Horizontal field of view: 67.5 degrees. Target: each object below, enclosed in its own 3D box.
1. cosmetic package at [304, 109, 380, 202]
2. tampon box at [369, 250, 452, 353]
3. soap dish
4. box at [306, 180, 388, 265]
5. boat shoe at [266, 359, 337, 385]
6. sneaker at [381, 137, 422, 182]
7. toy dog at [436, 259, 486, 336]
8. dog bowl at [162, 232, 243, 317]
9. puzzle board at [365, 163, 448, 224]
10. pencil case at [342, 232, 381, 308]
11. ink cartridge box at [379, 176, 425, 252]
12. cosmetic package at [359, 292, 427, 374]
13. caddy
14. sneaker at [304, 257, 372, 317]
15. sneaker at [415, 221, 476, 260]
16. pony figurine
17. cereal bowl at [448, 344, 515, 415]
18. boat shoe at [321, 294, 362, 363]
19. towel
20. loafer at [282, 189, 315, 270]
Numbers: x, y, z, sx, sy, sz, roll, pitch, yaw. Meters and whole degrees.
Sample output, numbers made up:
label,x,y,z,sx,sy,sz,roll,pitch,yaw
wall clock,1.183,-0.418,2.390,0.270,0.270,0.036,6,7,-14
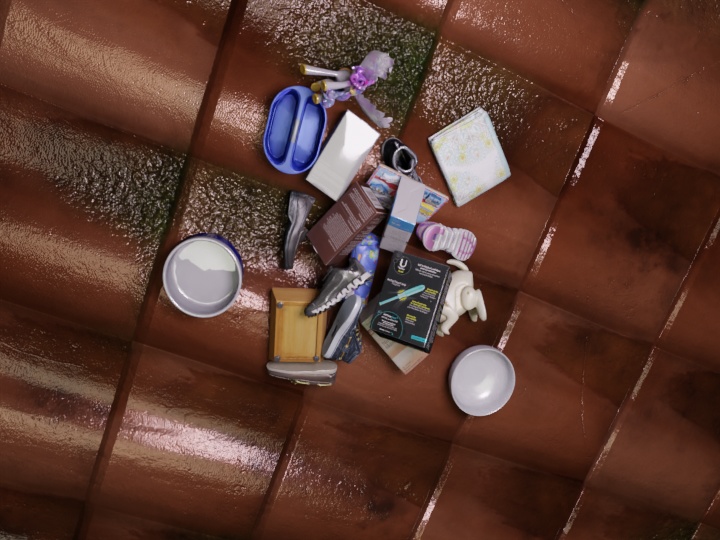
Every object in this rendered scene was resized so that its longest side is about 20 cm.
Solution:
label,x,y,z,sx,sy,sz,roll,pitch,yaw
cosmetic package,-0.048,-0.287,1.349,0.105,0.090,0.203,33,95,-15
tampon box,0.129,0.080,1.339,0.146,0.126,0.206,17,80,17
soap dish,-0.167,0.152,1.445,0.152,0.081,0.207,3,105,-9
box,-0.034,-0.115,1.351,0.199,0.074,0.101,-42,73,23
boat shoe,-0.162,0.284,1.485,0.193,0.072,0.061,2,112,-7
sneaker,0.118,-0.238,1.367,0.074,0.114,0.204,-29,106,-1
toy dog,0.220,0.081,1.455,0.193,0.140,0.201,-13,93,-4
dog bowl,-0.398,0.010,1.377,0.193,0.079,0.207,-2,105,-8
puzzle board,0.106,-0.186,1.373,0.195,0.151,0.018,24,61,-12
pencil case,0.000,0.000,1.428,0.076,0.086,0.207,19,103,29
ink cartridge box,0.098,-0.122,1.348,0.065,0.201,0.119,17,63,0
cosmetic package,0.092,0.170,1.482,0.103,0.087,0.201,-41,106,5
caddy,-0.159,-0.339,1.307,0.137,0.105,0.206,14,102,-12
sneaker,-0.070,0.038,1.368,0.197,0.066,0.092,-34,86,0
sneaker,0.226,-0.088,1.444,0.195,0.088,0.083,14,103,-34
pony figurine,-0.017,-0.431,1.244,0.195,0.194,0.170,-17,135,-28
cereal bowl,0.341,0.306,1.554,0.193,0.083,0.207,-2,105,-7
boat shoe,-0.024,0.155,1.412,0.089,0.072,0.203,19,118,-22
towel,0.286,-0.298,1.413,0.168,0.048,0.204,-28,106,3
loafer,-0.161,-0.099,1.388,0.070,0.073,0.207,6,105,-14
